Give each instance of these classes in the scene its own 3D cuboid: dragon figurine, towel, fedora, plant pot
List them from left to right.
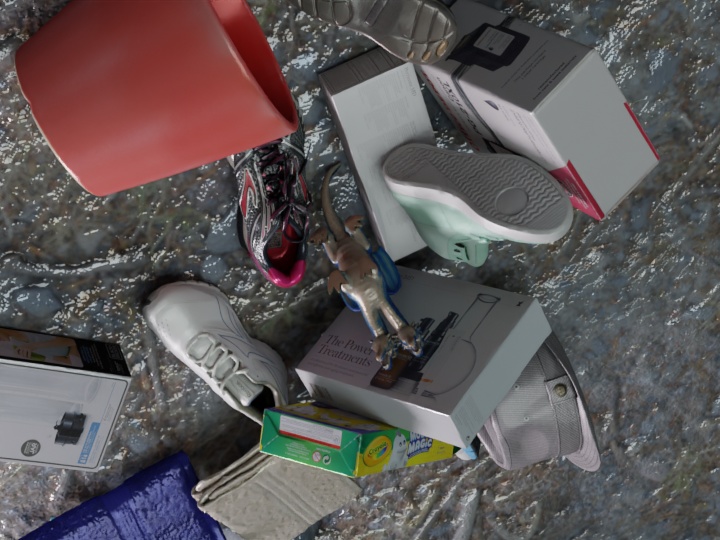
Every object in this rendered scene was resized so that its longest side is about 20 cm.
[{"bbox_3d":[-0.239,0.285,1.703,0.199,0.050,0.148,-28,113,-16],"label":"towel"},{"bbox_3d":[-0.174,-0.164,1.388,0.177,0.201,0.201,-27,128,9],"label":"plant pot"},{"bbox_3d":[-0.084,0.225,1.724,0.132,0.035,0.200,-33,150,2],"label":"towel"},{"bbox_3d":[0.000,0.000,1.563,0.059,0.200,0.100,-28,143,6],"label":"dragon figurine"},{"bbox_3d":[0.157,0.131,1.700,0.090,0.177,0.201,-24,111,-14],"label":"fedora"}]

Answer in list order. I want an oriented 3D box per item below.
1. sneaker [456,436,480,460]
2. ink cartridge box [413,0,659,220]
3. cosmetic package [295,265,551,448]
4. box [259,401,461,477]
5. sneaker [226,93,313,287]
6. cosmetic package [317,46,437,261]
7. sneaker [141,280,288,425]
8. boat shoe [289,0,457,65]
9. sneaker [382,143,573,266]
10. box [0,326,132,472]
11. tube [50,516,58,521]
[{"bbox_3d":[0.063,0.134,1.748,0.086,0.075,0.200,-18,132,19],"label":"sneaker"},{"bbox_3d":[0.152,-0.148,1.501,0.084,0.200,0.145,-45,128,-8],"label":"ink cartridge box"},{"bbox_3d":[0.058,0.075,1.586,0.151,0.199,0.052,-49,131,-27],"label":"cosmetic package"},{"bbox_3d":[0.008,0.157,1.628,0.200,0.117,0.049,2,98,-57],"label":"box"},{"bbox_3d":[-0.076,-0.079,1.540,0.080,0.075,0.201,-16,125,-12],"label":"sneaker"},{"bbox_3d":[0.030,-0.110,1.578,0.082,0.051,0.201,-23,127,-5],"label":"cosmetic package"},{"bbox_3d":[-0.130,0.082,1.614,0.074,0.087,0.200,-43,126,10],"label":"sneaker"},{"bbox_3d":[-0.006,-0.250,1.463,0.200,0.073,0.075,33,115,-13],"label":"boat shoe"},{"bbox_3d":[0.122,-0.047,1.519,0.074,0.200,0.118,-53,138,-19],"label":"sneaker"},{"bbox_3d":[-0.329,0.118,1.573,0.199,0.060,0.117,12,116,-28],"label":"box"},{"bbox_3d":[-0.298,0.341,1.740,0.077,0.050,0.201,-1,116,-32],"label":"tube"}]
